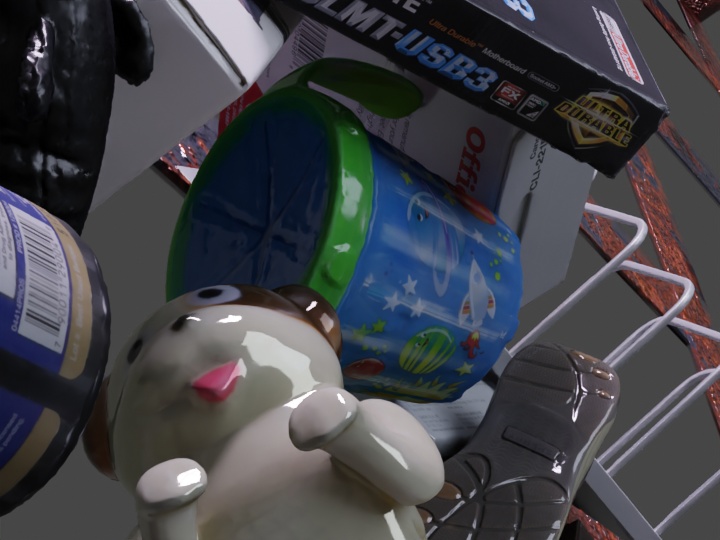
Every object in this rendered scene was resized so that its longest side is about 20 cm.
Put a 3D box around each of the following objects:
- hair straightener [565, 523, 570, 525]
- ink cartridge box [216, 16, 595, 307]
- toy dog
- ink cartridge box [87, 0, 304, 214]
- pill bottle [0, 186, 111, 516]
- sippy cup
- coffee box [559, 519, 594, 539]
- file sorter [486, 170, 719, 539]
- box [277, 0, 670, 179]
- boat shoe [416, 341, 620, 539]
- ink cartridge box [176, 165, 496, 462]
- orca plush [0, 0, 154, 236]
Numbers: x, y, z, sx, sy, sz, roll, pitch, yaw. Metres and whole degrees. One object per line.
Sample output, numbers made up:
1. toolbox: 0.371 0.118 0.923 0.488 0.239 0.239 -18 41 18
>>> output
1. hair straightener: 0.148 0.237 1.144 0.200 0.041 0.077 61 19 2
2. ink cartridge box: 0.025 -0.083 1.080 0.084 0.144 0.200 -27 53 -35
3. toy dog: -0.022 0.095 0.799 0.200 0.139 0.194 60 6 14
4. ink cartridge box: -0.106 -0.093 0.887 0.084 0.145 0.200 51 19 -10
5. pill bottle: -0.175 0.000 0.613 0.200 0.112 0.112 33 29 -50
6. sippy cup: 0.000 0.000 0.961 0.130 0.178 0.140 22 6 -32
7. coffee box: 0.129 0.237 1.012 0.200 0.080 0.113 53 19 -9
8. file sorter: 0.129 0.040 1.214 0.200 0.125 0.139 50 -6 -16
9. box: 0.031 -0.150 0.945 0.198 0.050 0.200 25 30 -25
10. boat shoe: 0.067 0.121 1.002 0.074 0.073 0.200 27 49 19
11. ink cartridge box: -0.009 0.033 1.102 0.200 0.057 0.163 42 14 19
12. orca plush: -0.131 -0.055 0.731 0.105 0.200 0.071 18 0 -12
